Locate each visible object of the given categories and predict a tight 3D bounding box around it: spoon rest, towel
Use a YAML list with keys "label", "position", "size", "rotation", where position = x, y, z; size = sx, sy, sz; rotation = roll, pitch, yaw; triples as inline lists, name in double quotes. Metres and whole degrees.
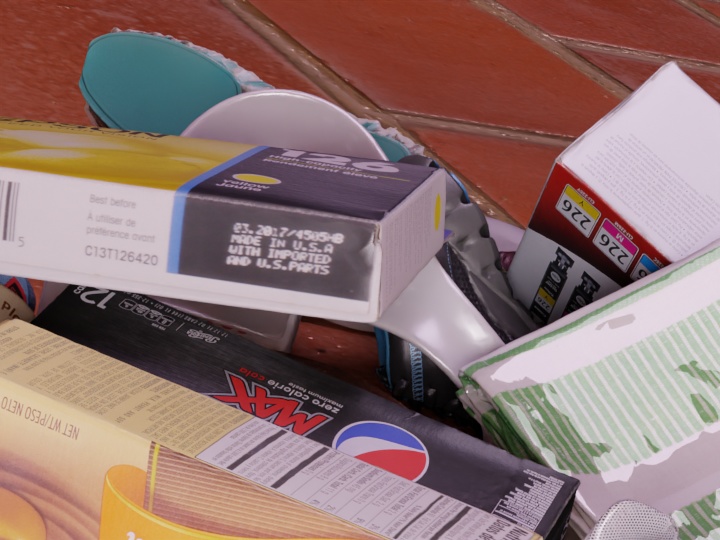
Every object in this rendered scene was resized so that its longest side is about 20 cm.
- label: "spoon rest"
  position: [0.000, 0.000, 0.998]
  size: [0.200, 0.099, 0.061]
  rotation: [42, -18, 10]
- label: "towel"
  position: [0.148, 0.072, 0.897]
  size: [0.152, 0.023, 0.200]
  rotation: [-25, 47, -18]

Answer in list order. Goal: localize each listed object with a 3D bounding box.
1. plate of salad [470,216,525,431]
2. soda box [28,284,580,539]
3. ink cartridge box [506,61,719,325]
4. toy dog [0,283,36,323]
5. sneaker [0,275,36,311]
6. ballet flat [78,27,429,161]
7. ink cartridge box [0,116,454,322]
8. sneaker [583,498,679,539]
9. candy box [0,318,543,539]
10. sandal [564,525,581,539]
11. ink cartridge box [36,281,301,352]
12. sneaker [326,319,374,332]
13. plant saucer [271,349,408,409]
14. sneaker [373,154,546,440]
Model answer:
- label: "plate of salad"
  position: [0.093, 0.030, 1.160]
  size: [0.200, 0.048, 0.200]
  rotation: [24, 31, -15]
- label: "soda box"
  position: [-0.030, 0.076, 0.817]
  size: [0.199, 0.071, 0.063]
  rotation: [23, 38, 16]
- label: "ink cartridge box"
  position: [0.167, 0.036, 1.066]
  size: [0.200, 0.176, 0.084]
  rotation: [43, 64, 14]
- label: "toy dog"
  position: [-0.202, 0.043, 0.831]
  size: [0.096, 0.132, 0.200]
  rotation: [52, 15, 5]
- label: "sneaker"
  position: [-0.184, 0.005, 1.020]
  size: [0.095, 0.080, 0.200]
  rotation: [12, 18, -19]
- label: "ballet flat"
  position: [-0.051, -0.057, 1.154]
  size: [0.200, 0.072, 0.072]
  rotation: [25, 19, 23]
- label: "ink cartridge box"
  position: [-0.071, -0.028, 0.893]
  size: [0.197, 0.047, 0.200]
  rotation: [6, 12, 9]
- label: "sneaker"
  position: [0.136, 0.111, 0.761]
  size: [0.200, 0.115, 0.075]
  rotation: [-38, 48, -14]
- label: "candy box"
  position: [-0.053, 0.107, 0.760]
  size: [0.199, 0.116, 0.055]
  rotation: [21, 20, 16]
- label: "sandal"
  position: [0.094, 0.135, 0.902]
  size: [0.080, 0.054, 0.200]
  rotation: [14, 18, -6]
- label: "ink cartridge box"
  position: [-0.086, 0.012, 1.100]
  size: [0.116, 0.068, 0.200]
  rotation: [16, 16, 0]
- label: "sneaker"
  position: [-0.041, -0.030, 1.259]
  size: [0.199, 0.074, 0.116]
  rotation: [18, 14, -8]
- label: "plant saucer"
  position: [-0.035, 0.084, 0.913]
  size: [0.200, 0.037, 0.201]
  rotation: [12, 30, -7]
- label: "sneaker"
  position: [0.053, 0.048, 1.059]
  size: [0.200, 0.082, 0.073]
  rotation: [53, -13, 9]
